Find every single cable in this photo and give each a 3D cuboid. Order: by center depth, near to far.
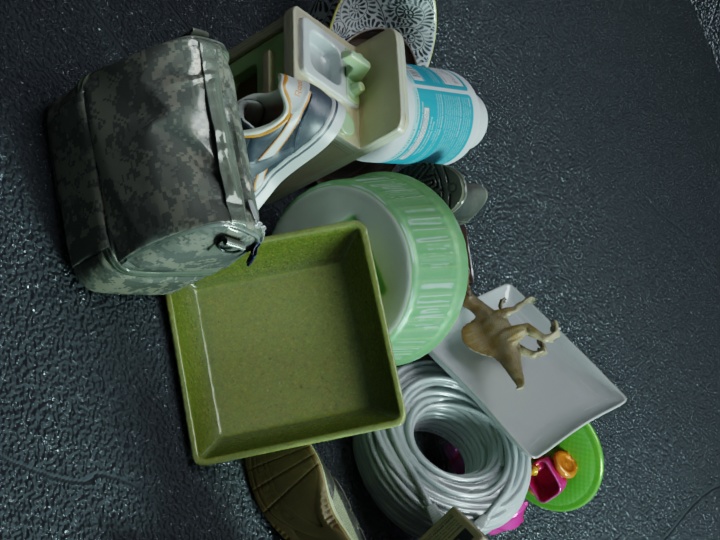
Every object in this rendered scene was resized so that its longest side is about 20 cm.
[{"bbox_3d":[0.089,0.192,1.388,0.199,0.069,0.200,-23,66,-41],"label":"cable"}]

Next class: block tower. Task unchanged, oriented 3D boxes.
[{"bbox_3d":[0.127,0.106,1.489,0.199,0.054,0.058,33,37,6],"label":"block tower"}]

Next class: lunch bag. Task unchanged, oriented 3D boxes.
[{"bbox_3d":[-0.167,-0.088,1.130,0.138,0.167,0.202,4,68,-44],"label":"lunch bag"}]

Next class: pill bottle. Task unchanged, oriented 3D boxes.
[{"bbox_3d":[0.062,-0.174,1.464,0.199,0.110,0.112,-2,72,-51],"label":"pill bottle"}]

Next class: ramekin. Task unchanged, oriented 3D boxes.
[{"bbox_3d":[0.000,0.000,1.310,0.097,0.199,0.202,-3,74,-59],"label":"ramekin"}]

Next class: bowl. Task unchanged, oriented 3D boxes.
[{"bbox_3d":[-0.005,-0.282,1.551,0.200,0.094,0.203,-28,129,-41],"label":"bowl"}]

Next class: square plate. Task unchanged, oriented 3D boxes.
[{"bbox_3d":[0.173,0.111,1.444,0.199,0.029,0.198,-20,59,-46],"label":"square plate"}]

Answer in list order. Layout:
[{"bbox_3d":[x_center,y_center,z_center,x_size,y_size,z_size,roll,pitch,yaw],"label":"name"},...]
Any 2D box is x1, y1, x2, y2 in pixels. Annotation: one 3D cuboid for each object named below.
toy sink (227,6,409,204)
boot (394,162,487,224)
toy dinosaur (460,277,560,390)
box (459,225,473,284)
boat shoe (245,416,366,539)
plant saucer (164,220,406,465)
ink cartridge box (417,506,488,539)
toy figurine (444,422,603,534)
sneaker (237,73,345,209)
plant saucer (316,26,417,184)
[{"bbox_3d":[-0.063,-0.177,1.326,0.112,0.199,0.132,28,50,-44],"label":"toy sink"},{"bbox_3d":[0.095,-0.081,1.542,0.199,0.181,0.073,2,81,-51],"label":"boot"},{"bbox_3d":[0.162,0.078,1.422,0.100,0.059,0.201,-6,39,-18],"label":"toy dinosaur"},{"bbox_3d":[0.036,-0.009,1.463,0.199,0.099,0.076,-6,86,-58],"label":"box"},{"bbox_3d":[-0.048,0.228,1.237,0.201,0.073,0.065,64,6,9],"label":"boat shoe"},{"bbox_3d":[-0.073,0.069,1.219,0.048,0.197,0.202,100,-21,-74],"label":"plant saucer"},{"bbox_3d":[0.099,0.361,1.273,0.200,0.165,0.075,51,-7,-25],"label":"ink cartridge box"},{"bbox_3d":[0.160,0.221,1.511,0.183,0.150,0.201,-22,74,-49],"label":"toy figurine"},{"bbox_3d":[-0.108,-0.111,1.234,0.079,0.200,0.079,34,28,-28],"label":"sneaker"},{"bbox_3d":[-0.005,-0.182,1.496,0.200,0.034,0.202,-29,130,-41],"label":"plant saucer"}]
